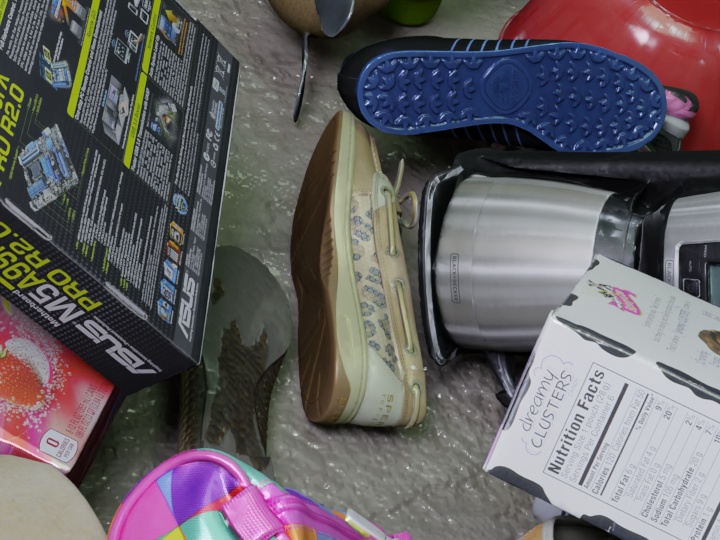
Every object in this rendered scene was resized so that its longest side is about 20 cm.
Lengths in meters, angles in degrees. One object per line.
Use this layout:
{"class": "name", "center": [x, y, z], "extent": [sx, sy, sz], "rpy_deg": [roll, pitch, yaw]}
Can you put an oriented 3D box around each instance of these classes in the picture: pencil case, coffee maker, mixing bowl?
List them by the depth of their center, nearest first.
{"class": "pencil case", "center": [-0.035, 0.129, 0.693], "extent": [0.087, 0.200, 0.089], "rpy_deg": [-4, 76, 15]}
{"class": "coffee maker", "center": [0.154, -0.018, 0.909], "extent": [0.198, 0.136, 0.193], "rpy_deg": [3, 36, 24]}
{"class": "mixing bowl", "center": [0.205, -0.158, 1.138], "extent": [0.198, 0.109, 0.201], "rpy_deg": [13, 47, -14]}

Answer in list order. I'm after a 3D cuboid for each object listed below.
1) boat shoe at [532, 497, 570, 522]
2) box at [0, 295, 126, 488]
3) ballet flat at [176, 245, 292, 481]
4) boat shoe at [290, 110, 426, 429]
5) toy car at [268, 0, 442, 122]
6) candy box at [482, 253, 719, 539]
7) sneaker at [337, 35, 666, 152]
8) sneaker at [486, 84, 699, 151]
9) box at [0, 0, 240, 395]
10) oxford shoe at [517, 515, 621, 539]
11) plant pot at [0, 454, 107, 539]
{"class": "boat shoe", "center": [0.182, 0.115, 0.900], "extent": [0.198, 0.074, 0.068], "rpy_deg": [-6, 38, -41]}
{"class": "box", "center": [-0.156, 0.032, 0.798], "extent": [0.099, 0.096, 0.201], "rpy_deg": [25, 44, -2]}
{"class": "ballet flat", "center": [-0.071, 0.066, 0.850], "extent": [0.067, 0.046, 0.201], "rpy_deg": [22, 39, -23]}
{"class": "boat shoe", "center": [0.000, 0.000, 0.925], "extent": [0.062, 0.073, 0.202], "rpy_deg": [11, 56, -18]}
{"class": "toy car", "center": [0.000, -0.194, 1.042], "extent": [0.156, 0.165, 0.201], "rpy_deg": [20, 52, -7]}
{"class": "candy box", "center": [0.165, 0.075, 0.685], "extent": [0.199, 0.072, 0.168], "rpy_deg": [25, 15, 10]}
{"class": "sneaker", "center": [0.083, -0.111, 0.990], "extent": [0.198, 0.071, 0.078], "rpy_deg": [4, 14, -16]}
{"class": "sneaker", "center": [0.111, -0.090, 1.053], "extent": [0.198, 0.087, 0.080], "rpy_deg": [13, 10, 16]}
{"class": "box", "center": [-0.127, -0.069, 0.745], "extent": [0.160, 0.044, 0.201], "rpy_deg": [43, 36, -37]}
{"class": "oxford shoe", "center": [0.145, 0.142, 0.673], "extent": [0.198, 0.058, 0.076], "rpy_deg": [12, 44, -16]}
{"class": "plant pot", "center": [-0.194, 0.151, 0.621], "extent": [0.182, 0.201, 0.201], "rpy_deg": [-8, 53, -44]}
